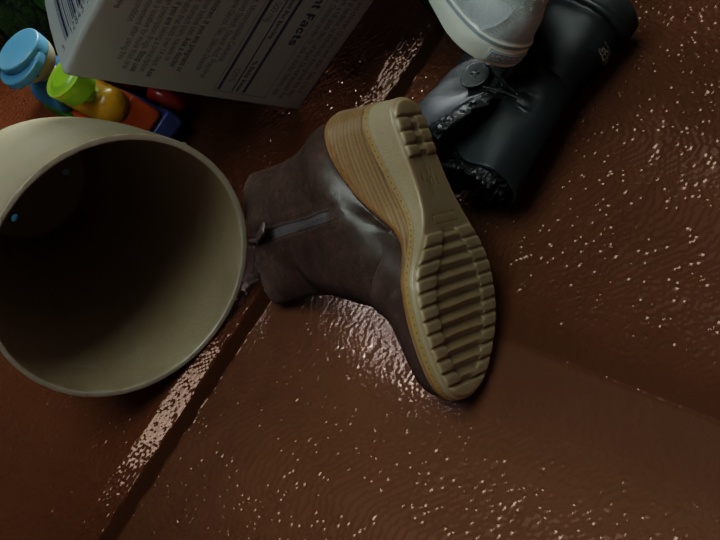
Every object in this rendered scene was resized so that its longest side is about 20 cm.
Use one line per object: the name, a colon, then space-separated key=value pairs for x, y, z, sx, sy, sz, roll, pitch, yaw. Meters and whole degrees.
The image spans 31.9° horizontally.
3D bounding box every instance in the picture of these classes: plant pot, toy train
plant pot: x=-0.211 y=-0.036 z=0.912 sx=0.187 sy=0.187 sz=0.200 roll=-49 pitch=40 yaw=-6
toy train: x=-0.195 y=-0.127 z=0.990 sx=0.200 sy=0.116 sz=0.085 roll=27 pitch=83 yaw=42

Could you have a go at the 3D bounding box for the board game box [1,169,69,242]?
board game box: x=-0.339 y=-0.046 z=1.078 sx=0.200 sy=0.047 sz=0.151 roll=13 pitch=68 yaw=38

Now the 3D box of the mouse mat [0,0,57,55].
mouse mat: x=-0.278 y=-0.281 z=1.098 sx=0.008 sy=0.200 sz=0.161 roll=30 pitch=78 yaw=32

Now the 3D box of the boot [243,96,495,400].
boot: x=0.000 y=0.000 z=0.822 sx=0.166 sy=0.072 sz=0.200 roll=-25 pitch=74 yaw=47

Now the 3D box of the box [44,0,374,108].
box: x=-0.096 y=-0.223 z=0.890 sx=0.184 sy=0.200 sz=0.105 roll=-49 pitch=49 yaw=40

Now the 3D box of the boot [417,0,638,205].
boot: x=0.067 y=-0.142 z=0.864 sx=0.200 sy=0.076 sz=0.168 roll=30 pitch=75 yaw=36

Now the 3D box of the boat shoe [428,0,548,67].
boat shoe: x=0.063 y=-0.220 z=0.809 sx=0.072 sy=0.070 sz=0.201 roll=-56 pitch=51 yaw=39
